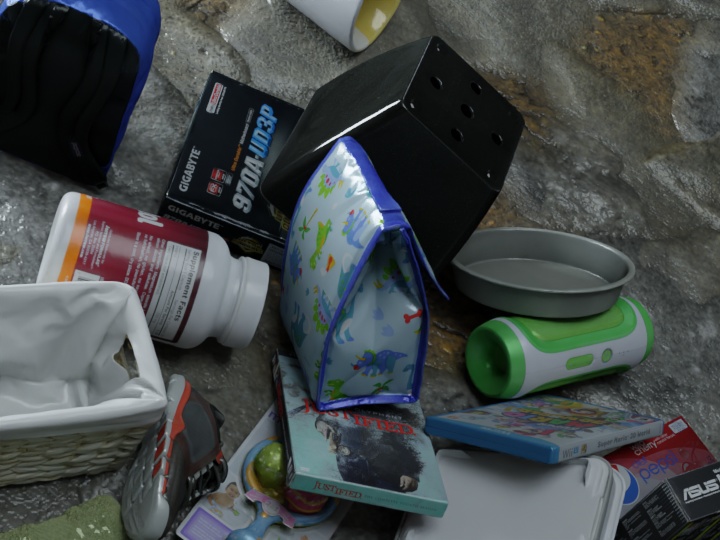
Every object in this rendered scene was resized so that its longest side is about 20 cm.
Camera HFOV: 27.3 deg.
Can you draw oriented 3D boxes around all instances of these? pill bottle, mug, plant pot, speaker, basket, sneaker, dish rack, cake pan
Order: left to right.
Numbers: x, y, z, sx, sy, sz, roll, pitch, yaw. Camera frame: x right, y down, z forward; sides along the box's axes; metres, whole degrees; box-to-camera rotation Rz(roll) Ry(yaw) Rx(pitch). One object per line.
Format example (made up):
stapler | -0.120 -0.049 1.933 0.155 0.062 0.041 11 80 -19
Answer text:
basket | -0.282 0.100 1.243 0.199 0.123 0.136 -4 55 -28
pill bottle | -0.192 0.007 1.373 0.199 0.113 0.113 17 47 -15
sneaker | -0.147 0.164 1.269 0.082 0.077 0.200 31 28 -16
mug | -0.033 -0.352 1.762 0.153 0.187 0.150 30 78 11
plant pot | 0.052 -0.117 1.514 0.199 0.177 0.200 41 40 -15
dish rack | 0.126 0.220 1.325 0.199 0.044 0.172 1 40 23
cake pan | 0.186 0.002 1.555 0.199 0.037 0.200 4 19 -1
speaker | 0.207 0.077 1.531 0.199 0.089 0.089 -9 58 -34

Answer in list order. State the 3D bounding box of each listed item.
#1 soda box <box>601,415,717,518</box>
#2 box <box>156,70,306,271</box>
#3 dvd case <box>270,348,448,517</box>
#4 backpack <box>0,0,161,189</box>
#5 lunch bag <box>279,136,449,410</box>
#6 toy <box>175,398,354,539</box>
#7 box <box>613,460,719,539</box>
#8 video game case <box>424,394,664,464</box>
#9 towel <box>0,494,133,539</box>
soda box | 0.255 0.214 1.452 0.200 0.070 0.063 -19 64 -37
box | -0.112 -0.103 1.550 0.159 0.046 0.200 22 47 -10
dvd case | -0.005 0.146 1.365 0.146 0.022 0.200 14 25 -15
backpack | -0.286 -0.216 1.451 0.162 0.200 0.168 18 47 -11
lunch bag | 0.000 0.000 1.378 0.127 0.201 0.170 -5 33 -17
toy | -0.064 0.193 1.326 0.115 0.047 0.200 35 46 3
box | 0.295 0.237 1.363 0.160 0.200 0.044 -11 60 -32
video game case | 0.177 0.148 1.408 0.143 0.018 0.200 10 9 39
towel | -0.218 0.283 1.183 0.148 0.037 0.200 -16 62 -34
